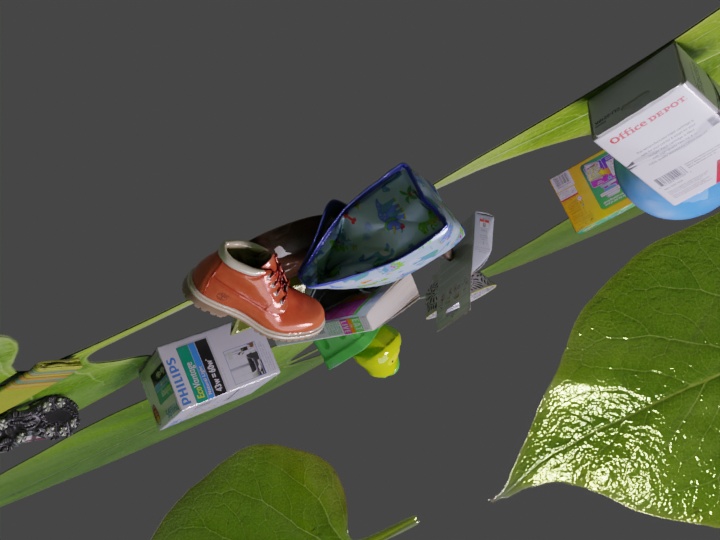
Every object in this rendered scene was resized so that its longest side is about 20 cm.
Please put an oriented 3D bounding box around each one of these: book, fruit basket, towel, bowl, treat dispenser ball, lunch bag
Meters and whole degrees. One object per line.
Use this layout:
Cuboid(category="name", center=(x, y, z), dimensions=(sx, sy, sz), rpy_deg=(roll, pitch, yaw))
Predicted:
Cuboid(category="book", center=(-0.026, 0.063, 1.273), dimensions=(0.200, 0.048, 0.134), rpy_deg=(-13, -164, 41))
Cuboid(category="fruit basket", center=(0.020, 0.106, 1.496), dimensions=(0.216, 0.216, 0.155), rpy_deg=(-16, 166, -43))
Cuboid(category="towel", center=(-0.518, 0.179, 1.242), dimensions=(0.200, 0.018, 0.086), rpy_deg=(-28, 164, 22))
Cuboid(category="bowl", center=(0.241, 0.043, 2.139), dimensions=(0.201, 0.094, 0.201), rpy_deg=(-25, 169, -5))
Cuboid(category="treat dispenser ball", center=(0.516, -0.183, 1.338), dimensions=(0.201, 0.201, 0.201), rpy_deg=(-24, 170, -5))
Cuboid(category="lunch bag", center=(0.023, -0.040, 1.103), dimensions=(0.200, 0.127, 0.170), rpy_deg=(-37, 168, 12))

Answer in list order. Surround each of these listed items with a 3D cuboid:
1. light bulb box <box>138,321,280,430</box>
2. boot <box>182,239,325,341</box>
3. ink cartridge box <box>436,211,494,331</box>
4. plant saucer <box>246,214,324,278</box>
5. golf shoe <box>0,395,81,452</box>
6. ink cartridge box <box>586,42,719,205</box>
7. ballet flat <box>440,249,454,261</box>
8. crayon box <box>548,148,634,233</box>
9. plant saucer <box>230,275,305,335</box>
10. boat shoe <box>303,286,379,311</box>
Cuboid(category="light bulb box", center=(-0.287, 0.191, 1.542), dimensions=(0.200, 0.125, 0.198), rpy_deg=(-18, 169, -30))
Cuboid(category="boot", center=(-0.117, 0.025, 1.069), dimensions=(0.200, 0.075, 0.107), rpy_deg=(21, 130, -29))
Cuboid(category="ink cartridge box", center=(0.202, 0.007, 1.593), dimensions=(0.050, 0.200, 0.162), rpy_deg=(10, 158, -16))
Cuboid(category="plant saucer", center=(-0.112, -0.017, 1.157), dimensions=(0.200, 0.037, 0.200), rpy_deg=(-24, 171, -4))
Cuboid(category="golf shoe", center=(-0.573, 0.260, 1.414), dimensions=(0.088, 0.077, 0.200), rpy_deg=(-8, 177, 28))
Cuboid(category="ink cartridge box", center=(0.433, -0.196, 1.139), dimensions=(0.200, 0.084, 0.144), rpy_deg=(28, 137, -31))
Cuboid(category="ballet flat", center=(0.142, -0.055, 1.531), dimensions=(0.046, 0.067, 0.200), rpy_deg=(-59, 161, 6))
Cuboid(category="crayon box", center=(0.473, -0.167, 1.553), dimensions=(0.200, 0.119, 0.058), rpy_deg=(-30, 169, 25))
Cuboid(category="plant saucer", center=(-0.119, 0.027, 1.329), dimensions=(0.200, 0.048, 0.200), rpy_deg=(-22, 170, -19))
Cuboid(category="boat shoe", center=(0.000, 0.000, 1.224), dimensions=(0.200, 0.071, 0.072), rpy_deg=(-42, 138, 3))
